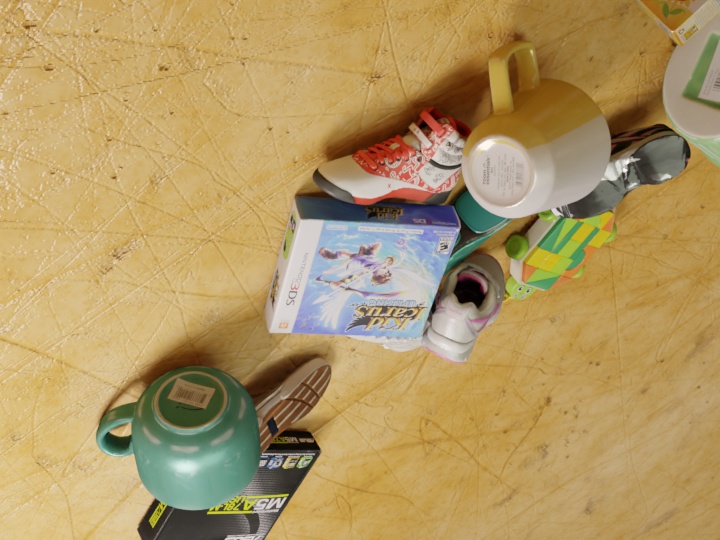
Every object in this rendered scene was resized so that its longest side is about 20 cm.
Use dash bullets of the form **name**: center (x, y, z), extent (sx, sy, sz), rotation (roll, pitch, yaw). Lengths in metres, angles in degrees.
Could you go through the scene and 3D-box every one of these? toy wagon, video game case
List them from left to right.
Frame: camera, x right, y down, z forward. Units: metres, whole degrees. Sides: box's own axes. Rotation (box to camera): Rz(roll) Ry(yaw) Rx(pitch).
- **video game case**: center (0.000, 0.000, 1.686), extent (0.198, 0.046, 0.182), rotation (2, 133, -18)
- **toy wagon**: center (0.260, -0.024, 1.926), extent (0.154, 0.040, 0.201), rotation (15, 120, -47)

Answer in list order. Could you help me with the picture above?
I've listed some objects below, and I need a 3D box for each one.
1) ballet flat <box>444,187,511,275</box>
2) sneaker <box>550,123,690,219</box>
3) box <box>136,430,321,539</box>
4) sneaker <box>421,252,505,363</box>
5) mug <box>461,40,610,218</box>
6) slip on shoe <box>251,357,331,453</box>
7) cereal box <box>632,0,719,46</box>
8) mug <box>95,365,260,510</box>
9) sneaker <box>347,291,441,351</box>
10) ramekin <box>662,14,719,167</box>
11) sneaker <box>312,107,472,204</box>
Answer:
- **ballet flat**: center (0.130, -0.054, 1.777), extent (0.199, 0.068, 0.070), rotation (-38, 168, 4)
- **sneaker**: center (0.322, -0.131, 1.827), extent (0.198, 0.087, 0.081), rotation (-16, 115, 8)
- **box**: center (-0.176, 0.297, 1.921), extent (0.199, 0.048, 0.194), rotation (7, 123, -43)
- **sneaker**: center (0.144, 0.029, 1.792), extent (0.200, 0.081, 0.089), rotation (-61, 173, -54)
- **mug**: center (0.177, -0.144, 1.612), extent (0.149, 0.187, 0.153), rotation (-42, 174, 34)
- **slip on shoe**: center (-0.118, 0.177, 1.820), extent (0.200, 0.060, 0.076), rotation (-46, 147, -23)
- **cereal box**: center (0.380, -0.361, 1.557), extent (0.200, 0.144, 0.039), rotation (-41, 144, 9)
- **mug**: center (-0.211, 0.195, 1.687), extent (0.184, 0.152, 0.115), rotation (-21, 140, -19)
- **sneaker**: center (0.039, 0.073, 1.831), extent (0.198, 0.076, 0.081), rotation (5, 147, -36)
- **ramekin**: center (0.467, -0.228, 1.741), extent (0.097, 0.201, 0.201), rotation (19, 118, -40)
- **sneaker**: center (0.041, -0.134, 1.602), extent (0.200, 0.067, 0.109), rotation (0, 127, -41)
